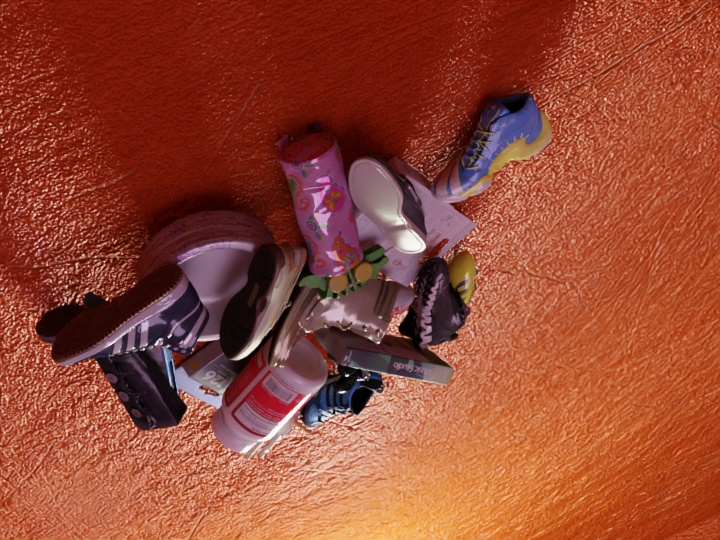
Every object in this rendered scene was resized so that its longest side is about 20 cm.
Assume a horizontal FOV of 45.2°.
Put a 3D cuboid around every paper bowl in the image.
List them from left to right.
[{"bbox_3d":[-0.210,-0.003,1.206,0.199,0.105,0.202,-14,139,-12],"label":"paper bowl"}]

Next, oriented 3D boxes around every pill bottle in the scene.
[{"bbox_3d":[-0.151,0.200,1.388,0.112,0.113,0.200,20,124,-40],"label":"pill bottle"}]

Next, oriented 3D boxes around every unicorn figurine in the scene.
[{"bbox_3d":[-0.155,0.278,1.532,0.137,0.200,0.074,-42,95,4],"label":"unicorn figurine"}]

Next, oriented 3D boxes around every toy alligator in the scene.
[{"bbox_3d":[0.000,0.000,1.262,0.199,0.059,0.055,-22,121,-20],"label":"toy alligator"}]

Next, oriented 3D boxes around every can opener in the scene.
[{"bbox_3d":[-0.023,0.170,1.429,0.078,0.200,0.064,7,97,2],"label":"can opener"}]

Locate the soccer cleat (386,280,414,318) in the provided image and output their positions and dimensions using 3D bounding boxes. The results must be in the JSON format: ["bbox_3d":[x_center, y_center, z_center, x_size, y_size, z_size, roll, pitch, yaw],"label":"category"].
[{"bbox_3d":[-0.005,0.044,1.389,0.198,0.069,0.086,-8,143,-11],"label":"soccer cleat"}]

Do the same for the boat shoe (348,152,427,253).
[{"bbox_3d":[0.041,-0.103,1.193,0.072,0.062,0.200,-6,144,27],"label":"boat shoe"}]

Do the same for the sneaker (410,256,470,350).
[{"bbox_3d":[0.134,0.050,1.389,0.090,0.067,0.201,-6,136,-10],"label":"sneaker"}]

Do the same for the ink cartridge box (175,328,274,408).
[{"bbox_3d":[-0.197,0.178,1.461,0.199,0.047,0.197,-37,140,11],"label":"ink cartridge box"}]

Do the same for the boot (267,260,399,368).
[{"bbox_3d":[-0.040,0.079,1.302,0.154,0.072,0.201,28,81,-12],"label":"boot"}]

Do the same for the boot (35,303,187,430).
[{"bbox_3d":[-0.356,0.142,1.239,0.164,0.066,0.201,3,136,35],"label":"boot"}]

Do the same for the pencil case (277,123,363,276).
[{"bbox_3d":[-0.053,-0.090,1.173,0.087,0.088,0.201,-19,126,-6],"label":"pencil case"}]

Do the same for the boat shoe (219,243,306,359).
[{"bbox_3d":[-0.127,0.046,1.174,0.076,0.072,0.201,-8,142,-44],"label":"boat shoe"}]

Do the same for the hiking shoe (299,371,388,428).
[{"bbox_3d":[-0.038,0.232,1.563,0.074,0.087,0.200,21,124,-40],"label":"hiking shoe"}]

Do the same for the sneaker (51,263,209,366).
[{"bbox_3d":[-0.290,0.083,1.118,0.199,0.070,0.109,-31,136,1],"label":"sneaker"}]

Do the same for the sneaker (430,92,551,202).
[{"bbox_3d":[0.174,-0.184,1.227,0.199,0.076,0.105,-34,130,-5],"label":"sneaker"}]

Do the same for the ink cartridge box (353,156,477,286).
[{"bbox_3d":[0.061,-0.069,1.314,0.161,0.050,0.199,-42,141,20],"label":"ink cartridge box"}]

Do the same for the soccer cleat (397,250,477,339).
[{"bbox_3d":[0.129,0.048,1.459,0.083,0.065,0.201,4,133,-29],"label":"soccer cleat"}]

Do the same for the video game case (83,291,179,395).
[{"bbox_3d":[-0.332,0.127,1.270,0.018,0.142,0.201,-51,160,-35],"label":"video game case"}]

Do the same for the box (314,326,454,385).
[{"bbox_3d":[0.037,0.136,1.429,0.198,0.144,0.037,12,99,-23],"label":"box"}]
